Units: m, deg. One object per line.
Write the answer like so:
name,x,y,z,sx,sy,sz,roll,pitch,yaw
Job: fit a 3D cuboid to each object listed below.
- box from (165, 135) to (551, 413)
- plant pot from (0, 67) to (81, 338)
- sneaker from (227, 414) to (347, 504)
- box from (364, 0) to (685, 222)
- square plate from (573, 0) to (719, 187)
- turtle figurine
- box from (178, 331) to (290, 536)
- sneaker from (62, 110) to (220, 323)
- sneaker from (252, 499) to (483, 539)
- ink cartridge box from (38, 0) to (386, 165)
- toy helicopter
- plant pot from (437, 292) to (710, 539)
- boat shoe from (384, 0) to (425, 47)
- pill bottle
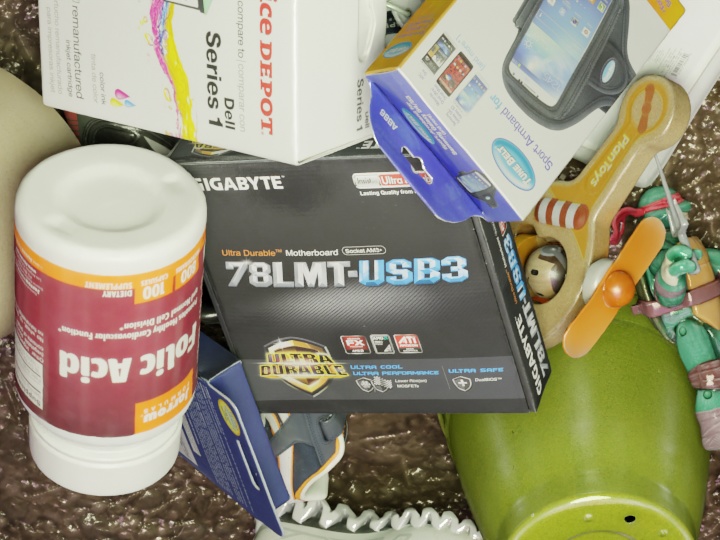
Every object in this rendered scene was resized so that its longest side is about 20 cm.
box,0.000,0.000,1.378,0.200,0.050,0.199,-1,128,24
plant pot,-0.279,-0.022,1.403,0.200,0.135,0.200,11,128,14
sneaker,-0.044,0.082,1.550,0.079,0.078,0.200,8,132,-2
box,0.090,-0.122,1.269,0.119,0.200,0.041,48,154,-22
square plate,0.147,-0.156,1.412,0.198,0.028,0.200,22,122,-15
turtle figurine,0.230,0.012,1.486,0.101,0.150,0.200,-12,97,46
box,-0.108,0.088,1.491,0.032,0.200,0.121,-32,127,-20
sneaker,-0.127,-0.044,1.447,0.071,0.098,0.200,-24,121,18
sneaker,0.014,0.212,1.606,0.200,0.081,0.075,5,148,19
ink cartridge box,-0.089,-0.155,1.302,0.200,0.084,0.145,15,115,33
toy helicopter,0.146,-0.033,1.415,0.079,0.132,0.200,16,118,-38
plant pot,0.154,0.141,1.520,0.200,0.193,0.201,-1,125,-1
boat shoe,0.018,-0.152,1.322,0.073,0.067,0.200,-13,120,14
pill bottle,-0.154,0.034,1.365,0.114,0.114,0.200,4,129,-3
